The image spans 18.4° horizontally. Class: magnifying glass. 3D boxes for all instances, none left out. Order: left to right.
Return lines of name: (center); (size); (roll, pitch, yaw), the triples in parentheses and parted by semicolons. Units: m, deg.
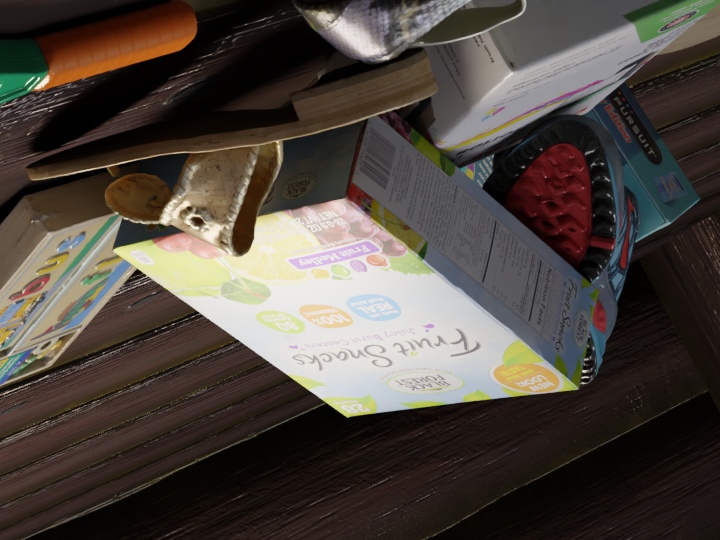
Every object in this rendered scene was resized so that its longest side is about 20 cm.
magnifying glass: (-0.146, -0.077, 0.873); (0.200, 0.022, 0.080); (-19, 169, -41)

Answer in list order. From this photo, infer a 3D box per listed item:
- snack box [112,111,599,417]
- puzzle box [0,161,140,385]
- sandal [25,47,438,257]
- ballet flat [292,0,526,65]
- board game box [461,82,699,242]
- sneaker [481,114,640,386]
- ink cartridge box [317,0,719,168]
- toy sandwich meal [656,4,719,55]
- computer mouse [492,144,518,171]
snack box: (0.000, 0.000, 1.167); (0.168, 0.068, 0.200); (-11, 145, 41)
puzzle box: (-0.178, 0.010, 1.231); (0.133, 0.025, 0.200); (-21, 162, -48)
sandal: (-0.057, -0.041, 1.027); (0.211, 0.070, 0.078); (-14, -169, 24)
ballet flat: (0.069, -0.147, 0.954); (0.200, 0.072, 0.072); (-27, 174, 14)
board game box: (0.085, -0.056, 1.351); (0.200, 0.151, 0.047); (-33, 180, 39)
sneaker: (0.114, -0.028, 1.233); (0.200, 0.079, 0.096); (90, 23, -52)
ink cartridge box: (0.081, -0.123, 1.125); (0.145, 0.084, 0.200); (-24, 173, -23)
toy sandwich meal: (0.210, -0.188, 1.206); (0.205, 0.070, 0.205); (-27, 173, -3)
computer mouse: (0.016, -0.033, 1.285); (0.200, 0.110, 0.044); (4, -150, -9)
